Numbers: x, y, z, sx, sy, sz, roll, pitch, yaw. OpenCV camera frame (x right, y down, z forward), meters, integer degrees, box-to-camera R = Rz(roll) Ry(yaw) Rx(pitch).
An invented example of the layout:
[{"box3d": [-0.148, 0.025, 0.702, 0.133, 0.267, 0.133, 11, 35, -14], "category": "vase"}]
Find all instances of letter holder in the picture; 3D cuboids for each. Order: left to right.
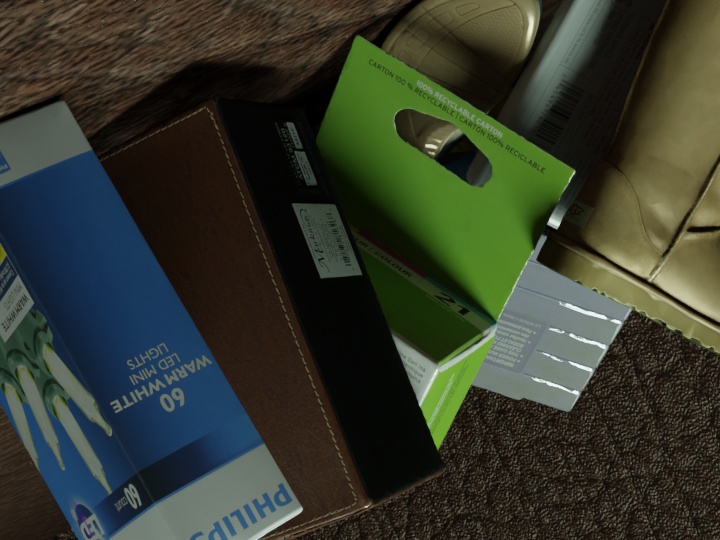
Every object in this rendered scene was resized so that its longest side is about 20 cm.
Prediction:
[{"box3d": [-0.071, 0.036, 0.769, 0.142, 0.200, 0.101, -24, 174, 22], "category": "letter holder"}]

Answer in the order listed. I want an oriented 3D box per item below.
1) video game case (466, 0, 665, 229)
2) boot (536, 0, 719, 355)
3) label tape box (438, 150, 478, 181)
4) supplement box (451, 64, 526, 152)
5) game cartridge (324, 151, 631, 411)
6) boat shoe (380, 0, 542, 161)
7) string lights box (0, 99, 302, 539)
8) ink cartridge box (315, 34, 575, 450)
[{"box3d": [0.182, -0.096, 0.844, 0.200, 0.182, 0.023, -61, -164, 13], "category": "video game case"}, {"box3d": [0.203, -0.060, 0.813, 0.200, 0.175, 0.066, -62, -150, 6], "category": "boot"}, {"box3d": [0.031, 0.002, 1.026, 0.066, 0.143, 0.200, -26, -163, -36], "category": "label tape box"}, {"box3d": [0.086, -0.043, 1.165, 0.200, 0.110, 0.109, -39, 148, 18], "category": "supplement box"}, {"box3d": [0.056, 0.007, 0.929, 0.038, 0.200, 0.130, -79, -170, -46], "category": "game cartridge"}, {"box3d": [0.046, -0.110, 0.892, 0.065, 0.072, 0.200, -57, 180, -40], "category": "boat shoe"}, {"box3d": [-0.114, 0.040, 0.673, 0.059, 0.200, 0.103, -27, 172, -33], "category": "string lights box"}, {"box3d": [0.000, 0.000, 0.830, 0.076, 0.148, 0.200, -29, 148, -54], "category": "ink cartridge box"}]
